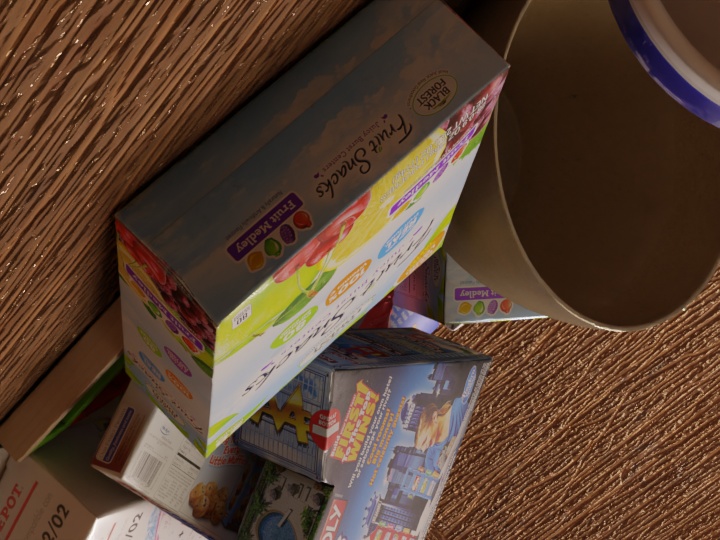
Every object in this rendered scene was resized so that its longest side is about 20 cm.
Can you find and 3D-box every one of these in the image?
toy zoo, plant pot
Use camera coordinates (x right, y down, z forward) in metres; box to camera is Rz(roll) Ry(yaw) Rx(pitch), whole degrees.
[{"bbox_3d":[-0.102,0.023,0.943,0.131,0.020,0.200,-45,176,26],"label":"toy zoo"},{"bbox_3d":[0.098,-0.069,0.967,0.134,0.202,0.200,-1,-148,49],"label":"plant pot"}]

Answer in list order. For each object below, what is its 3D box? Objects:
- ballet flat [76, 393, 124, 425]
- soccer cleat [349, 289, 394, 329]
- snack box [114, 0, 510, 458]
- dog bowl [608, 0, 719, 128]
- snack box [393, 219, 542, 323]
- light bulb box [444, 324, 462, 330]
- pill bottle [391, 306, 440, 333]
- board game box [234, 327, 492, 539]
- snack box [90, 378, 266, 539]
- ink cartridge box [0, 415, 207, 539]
[{"bbox_3d":[-0.179,0.129,1.072,0.200,0.067,0.067,-50,162,18],"label":"ballet flat"},{"bbox_3d":[0.000,0.000,1.071,0.202,0.073,0.068,-65,165,21],"label":"soccer cleat"},{"bbox_3d":[-0.026,-0.017,0.780,0.168,0.068,0.200,-42,170,-18],"label":"snack box"},{"bbox_3d":[0.207,-0.157,0.781,0.200,0.200,0.079,-42,179,-2],"label":"dog bowl"},{"bbox_3d":[0.094,-0.012,1.151,0.167,0.069,0.200,-2,-175,-18],"label":"snack box"},{"bbox_3d":[0.122,-0.068,1.517,0.198,0.125,0.200,-44,175,14],"label":"light bulb box"},{"bbox_3d":[0.017,0.004,1.303,0.200,0.112,0.112,-42,176,-3],"label":"pill bottle"},{"bbox_3d":[-0.018,0.112,0.969,0.200,0.061,0.202,32,78,-62],"label":"board game box"},{"bbox_3d":[-0.078,0.104,0.943,0.073,0.024,0.200,-65,154,-14],"label":"snack box"},{"bbox_3d":[-0.154,0.147,0.958,0.199,0.068,0.116,-10,133,-61],"label":"ink cartridge box"}]
